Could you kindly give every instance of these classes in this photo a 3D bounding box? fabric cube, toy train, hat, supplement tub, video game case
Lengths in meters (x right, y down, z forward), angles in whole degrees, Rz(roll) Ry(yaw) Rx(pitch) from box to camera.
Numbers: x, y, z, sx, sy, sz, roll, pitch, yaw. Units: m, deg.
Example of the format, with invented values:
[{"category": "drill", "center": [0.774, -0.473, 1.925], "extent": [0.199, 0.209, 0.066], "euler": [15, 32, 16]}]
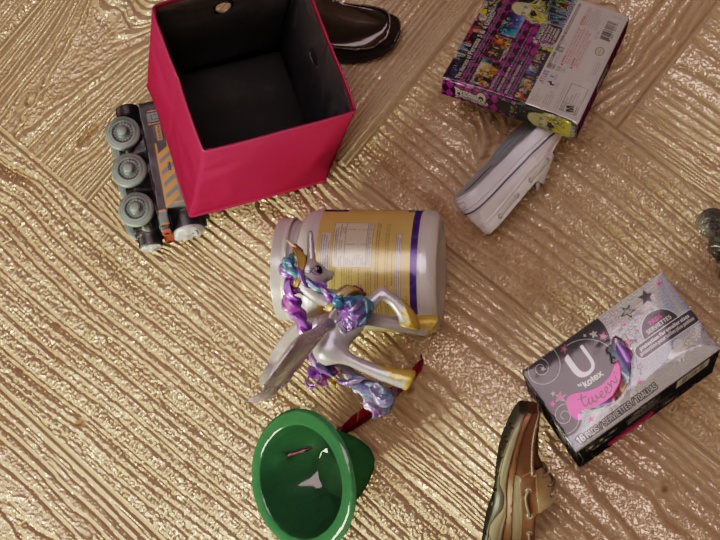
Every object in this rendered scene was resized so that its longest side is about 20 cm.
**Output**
[{"category": "fabric cube", "center": [-0.141, -0.212, 1.656], "extent": [0.194, 0.200, 0.203], "euler": [-17, 75, -16]}, {"category": "toy train", "center": [-0.260, -0.126, 1.748], "extent": [0.112, 0.085, 0.203], "euler": [-12, 73, -4]}, {"category": "hat", "center": [-0.008, 0.232, 1.641], "extent": [0.199, 0.175, 0.167], "euler": [-38, 70, 37]}, {"category": "supplement tub", "center": [0.000, 0.000, 1.635], "extent": [0.197, 0.146, 0.148], "euler": [1, 75, 9]}, {"category": "video game case", "center": [0.219, -0.269, 1.692], "extent": [0.179, 0.036, 0.201], "euler": [20, 57, 13]}]

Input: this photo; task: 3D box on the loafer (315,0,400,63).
[{"category": "loafer", "center": [-0.047, -0.317, 1.765], "extent": [0.197, 0.071, 0.074], "euler": [3, 75, 10]}]

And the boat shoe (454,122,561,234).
[{"category": "boat shoe", "center": [0.200, -0.128, 1.684], "extent": [0.200, 0.073, 0.067], "euler": [-43, 105, -11]}]

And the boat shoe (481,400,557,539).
[{"category": "boat shoe", "center": [0.187, 0.245, 1.550], "extent": [0.073, 0.076, 0.203], "euler": [10, 112, 4]}]

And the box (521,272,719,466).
[{"category": "box", "center": [0.297, 0.114, 1.561], "extent": [0.199, 0.132, 0.115], "euler": [-36, 71, 0]}]

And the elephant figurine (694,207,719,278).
[{"category": "elephant figurine", "center": [0.469, -0.044, 1.540], "extent": [0.141, 0.200, 0.156], "euler": [37, 83, 17]}]

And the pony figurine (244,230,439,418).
[{"category": "pony figurine", "center": [-0.034, 0.080, 1.533], "extent": [0.198, 0.167, 0.195], "euler": [29, 93, -7]}]
